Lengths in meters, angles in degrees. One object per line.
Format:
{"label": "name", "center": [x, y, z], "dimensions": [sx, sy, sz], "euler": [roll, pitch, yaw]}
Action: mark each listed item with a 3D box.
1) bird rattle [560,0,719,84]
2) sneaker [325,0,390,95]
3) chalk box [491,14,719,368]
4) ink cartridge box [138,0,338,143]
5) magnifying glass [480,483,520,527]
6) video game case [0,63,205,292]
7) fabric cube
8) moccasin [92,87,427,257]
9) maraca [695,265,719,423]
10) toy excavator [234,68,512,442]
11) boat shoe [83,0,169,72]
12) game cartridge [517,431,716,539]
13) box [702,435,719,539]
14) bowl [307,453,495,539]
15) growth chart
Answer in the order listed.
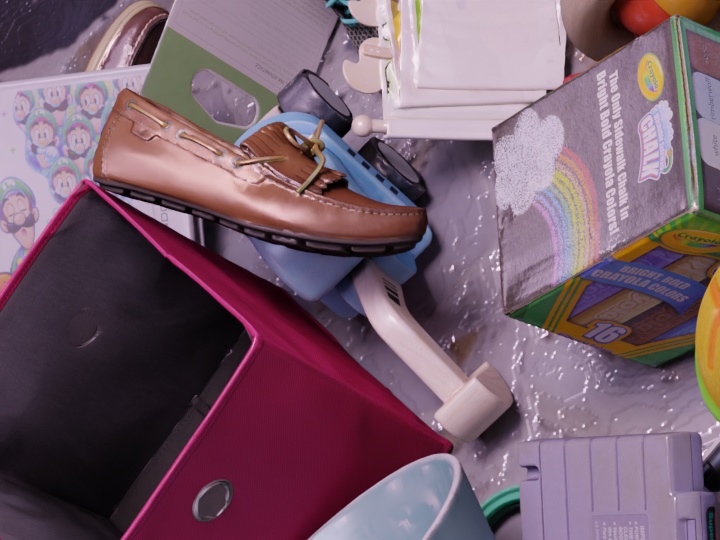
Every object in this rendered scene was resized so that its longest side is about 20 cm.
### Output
{"label": "bird rattle", "center": [0.179, -0.156, 1.613], "dimensions": [0.199, 0.163, 0.113], "euler": [-26, 60, 35]}
{"label": "sneaker", "center": [-0.017, -0.197, 1.800], "dimensions": [0.077, 0.091, 0.201], "euler": [-9, 102, 55]}
{"label": "chalk box", "center": [0.183, -0.049, 1.573], "dimensions": [0.200, 0.123, 0.125], "euler": [-29, 53, 43]}
{"label": "ink cartridge box", "center": [-0.074, -0.179, 1.846], "dimensions": [0.048, 0.145, 0.201], "euler": [17, 81, 43]}
{"label": "magnifying glass", "center": [0.049, 0.196, 1.665], "dimensions": [0.200, 0.022, 0.080], "euler": [-40, 52, 18]}
{"label": "video game case", "center": [-0.195, -0.036, 1.887], "dimensions": [0.199, 0.024, 0.183], "euler": [-5, 90, 25]}
{"label": "fabric cube", "center": [-0.108, 0.102, 1.712], "dimensions": [0.197, 0.199, 0.200], "euler": [-54, 48, 4]}
{"label": "moccasin", "center": [-0.055, -0.058, 1.670], "dimensions": [0.200, 0.074, 0.078], "euler": [18, 90, 19]}
{"label": "maraca", "center": [0.256, 0.023, 1.443], "dimensions": [0.199, 0.107, 0.138], "euler": [-13, 62, 33]}
{"label": "toy excavator", "center": [0.000, 0.000, 1.728], "dimensions": [0.100, 0.194, 0.200], "euler": [-43, 22, 14]}
{"label": "boat shoe", "center": [-0.153, -0.078, 1.918], "dimensions": [0.072, 0.072, 0.201], "euler": [18, 86, 34]}
{"label": "game cartridge", "center": [0.140, 0.188, 1.536], "dimensions": [0.129, 0.038, 0.201], "euler": [-6, 85, 48]}
{"label": "box", "center": [0.258, 0.104, 1.518], "dimensions": [0.200, 0.060, 0.117], "euler": [-50, 48, 9]}
{"label": "bowl", "center": [0.013, 0.207, 1.578], "dimensions": [0.201, 0.105, 0.201], "euler": [-41, 11, 10]}
{"label": "growth chart", "center": [0.066, -0.169, 1.762], "dimensions": [0.144, 0.018, 0.201], "euler": [9, 75, -2]}
